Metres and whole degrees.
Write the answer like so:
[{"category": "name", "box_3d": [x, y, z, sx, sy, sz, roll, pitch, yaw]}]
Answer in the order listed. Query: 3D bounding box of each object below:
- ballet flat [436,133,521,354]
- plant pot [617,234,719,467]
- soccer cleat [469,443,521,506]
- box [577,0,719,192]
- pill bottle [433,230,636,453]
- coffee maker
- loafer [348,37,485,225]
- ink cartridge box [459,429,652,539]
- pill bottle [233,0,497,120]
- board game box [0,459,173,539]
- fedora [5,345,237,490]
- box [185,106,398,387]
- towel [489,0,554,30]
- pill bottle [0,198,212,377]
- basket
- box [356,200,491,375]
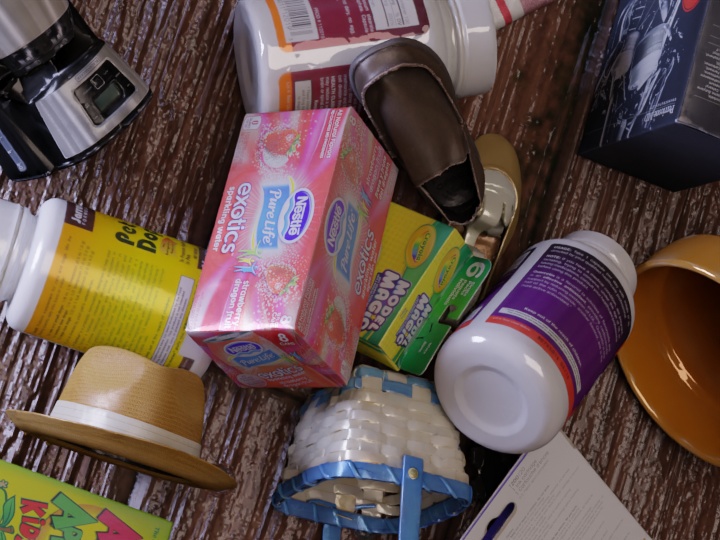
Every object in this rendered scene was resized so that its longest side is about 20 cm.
[{"category": "ballet flat", "box_3d": [0.099, -0.023, 1.735, 0.068, 0.063, 0.201, 20, 79, -14]}, {"category": "plant pot", "box_3d": [0.346, 0.039, 1.747, 0.183, 0.200, 0.201, -33, 94, -33]}, {"category": "soccer cleat", "box_3d": [0.138, 0.112, 1.745, 0.083, 0.064, 0.202, 17, 74, -44]}, {"category": "box", "box_3d": [0.288, -0.178, 1.733, 0.103, 0.200, 0.183, 18, 79, -15]}, {"category": "pill bottle", "box_3d": [0.147, 0.050, 1.636, 0.113, 0.112, 0.200, 51, 44, -6]}, {"category": "coffee maker", "box_3d": [-0.275, -0.183, 1.603, 0.134, 0.192, 0.201, -37, 113, -9]}, {"category": "loafer", "box_3d": [0.057, -0.108, 1.637, 0.073, 0.071, 0.200, -29, 138, 10]}, {"category": "ink cartridge box", "box_3d": [0.136, 0.245, 1.688, 0.199, 0.043, 0.200, -51, 129, -14]}, {"category": "pill bottle", "box_3d": [0.004, -0.180, 1.680, 0.198, 0.114, 0.115, -8, 87, -14]}, {"category": "board game box", "box_3d": [-0.256, 0.215, 1.604, 0.199, 0.048, 0.102, 22, 61, -13]}, {"category": "fedora", "box_3d": [-0.174, 0.108, 1.572, 0.199, 0.200, 0.082, 19, 80, -14]}, {"category": "box", "box_3d": [-0.050, -0.017, 1.591, 0.095, 0.102, 0.201, 50, 46, -50]}, {"category": "towel", "box_3d": [0.057, -0.256, 1.767, 0.199, 0.023, 0.145, -28, 95, -15]}, {"category": "pill bottle", "box_3d": [-0.206, 0.011, 1.619, 0.199, 0.109, 0.110, 19, 80, -14]}, {"category": "basket", "box_3d": [0.009, 0.187, 1.632, 0.138, 0.176, 0.202, 17, 70, -20]}, {"category": "box", "box_3d": [0.000, 0.000, 1.645, 0.118, 0.199, 0.048, -56, 144, -13]}]
